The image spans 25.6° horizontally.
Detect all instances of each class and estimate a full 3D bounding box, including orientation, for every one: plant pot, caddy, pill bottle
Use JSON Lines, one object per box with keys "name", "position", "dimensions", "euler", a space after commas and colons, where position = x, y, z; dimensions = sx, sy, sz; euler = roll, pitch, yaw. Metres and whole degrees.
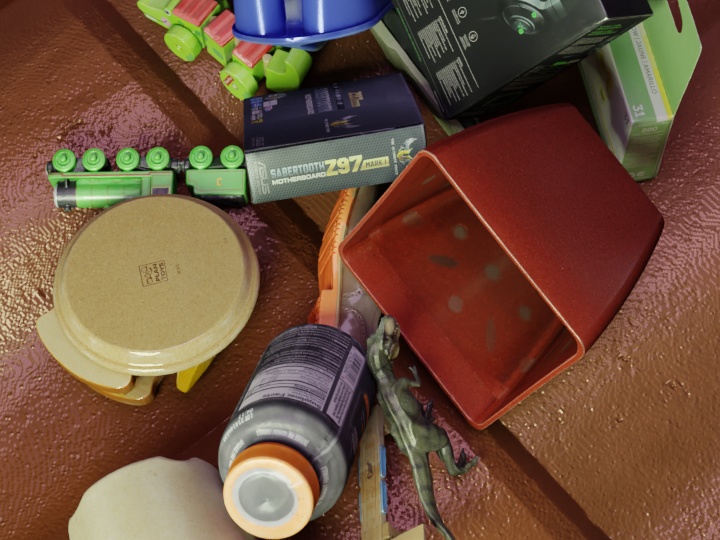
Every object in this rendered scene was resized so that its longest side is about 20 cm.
{"name": "plant pot", "position": [-0.141, 0.254, 1.222], "dimensions": [0.198, 0.202, 0.185], "euler": [-20, 52, -7]}
{"name": "caddy", "position": [-0.043, -0.259, 1.474], "dimensions": [0.139, 0.106, 0.200], "euler": [0, 23, 17]}
{"name": "pill bottle", "position": [-0.053, 0.131, 1.262], "dimensions": [0.105, 0.108, 0.200], "euler": [8, 25, 8]}
{"name": "plant pot", "position": [0.133, -0.021, 1.323], "dimensions": [0.176, 0.200, 0.201], "euler": [-35, 84, -31]}

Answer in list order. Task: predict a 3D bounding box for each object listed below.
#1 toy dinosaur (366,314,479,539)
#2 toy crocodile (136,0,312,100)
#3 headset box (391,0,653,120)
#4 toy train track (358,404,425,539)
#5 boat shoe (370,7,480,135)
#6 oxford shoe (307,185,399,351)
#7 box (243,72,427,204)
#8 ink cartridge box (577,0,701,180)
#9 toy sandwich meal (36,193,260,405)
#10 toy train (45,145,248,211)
{"name": "toy dinosaur", "position": [0.053, 0.139, 1.315], "dimensions": [0.047, 0.088, 0.202], "euler": [-28, 73, 22]}
{"name": "toy crocodile", "position": [-0.133, -0.228, 1.532], "dimensions": [0.199, 0.062, 0.068], "euler": [35, 69, 20]}
{"name": "headset box", "position": [0.133, -0.255, 1.373], "dimensions": [0.092, 0.199, 0.176], "euler": [-16, 78, -53]}
{"name": "toy train track", "position": [0.019, 0.206, 1.305], "dimensions": [0.114, 0.032, 0.202], "euler": [-31, 44, 34]}
{"name": "boat shoe", "position": [0.080, -0.186, 1.490], "dimensions": [0.066, 0.075, 0.200], "euler": [-34, 56, -1]}
{"name": "oxford shoe", "position": [0.000, 0.000, 1.411], "dimensions": [0.072, 0.071, 0.203], "euler": [13, 69, -9]}
{"name": "box", "position": [-0.026, -0.122, 1.412], "dimensions": [0.155, 0.052, 0.200], "euler": [-8, 21, -1]}
{"name": "ink cartridge box", "position": [0.245, -0.192, 1.411], "dimensions": [0.047, 0.201, 0.147], "euler": [-9, 62, -5]}
{"name": "toy sandwich meal", "position": [-0.182, 0.026, 1.404], "dimensions": [0.202, 0.071, 0.207], "euler": [-1, 58, 1]}
{"name": "toy train", "position": [-0.197, -0.084, 1.475], "dimensions": [0.197, 0.042, 0.057], "euler": [-1, 73, 3]}
